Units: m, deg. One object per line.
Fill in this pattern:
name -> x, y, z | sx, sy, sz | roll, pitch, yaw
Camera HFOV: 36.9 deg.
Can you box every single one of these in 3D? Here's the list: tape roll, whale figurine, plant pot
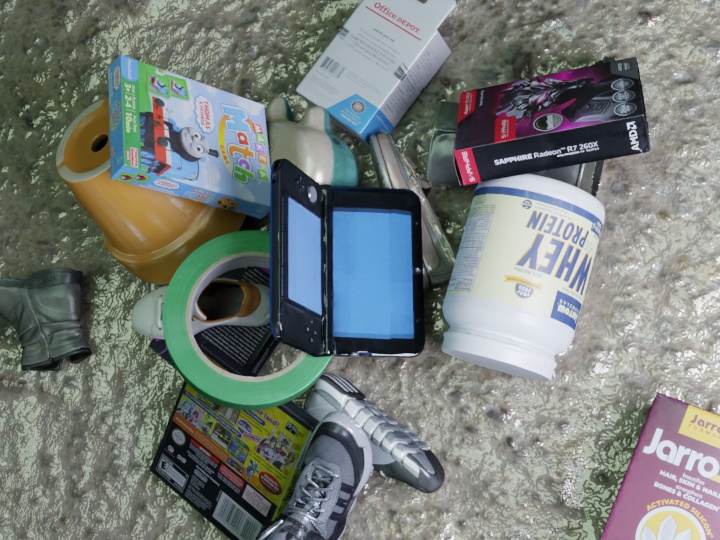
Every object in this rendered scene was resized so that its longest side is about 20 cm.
tape roll -> -0.123, 0.056, 1.225 | 0.200, 0.048, 0.201 | 2, 75, -7
whale figurine -> -0.071, -0.133, 1.347 | 0.159, 0.104, 0.200 | -60, 37, 25
plant pot -> -0.268, -0.113, 1.334 | 0.200, 0.183, 0.200 | -17, 53, 24

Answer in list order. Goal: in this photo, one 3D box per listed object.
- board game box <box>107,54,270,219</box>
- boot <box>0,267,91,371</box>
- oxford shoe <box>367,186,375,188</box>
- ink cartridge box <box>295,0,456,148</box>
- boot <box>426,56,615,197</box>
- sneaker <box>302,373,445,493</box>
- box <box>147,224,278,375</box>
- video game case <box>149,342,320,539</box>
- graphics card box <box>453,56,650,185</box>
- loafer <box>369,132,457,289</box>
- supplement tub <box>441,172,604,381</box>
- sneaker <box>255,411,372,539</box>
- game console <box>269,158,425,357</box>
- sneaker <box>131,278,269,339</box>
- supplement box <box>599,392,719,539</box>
board game box -> -0.196, -0.153, 1.261 | 0.037, 0.200, 0.151 | -33, 55, 40
boot -> -0.457, 0.075, 1.459 | 0.200, 0.068, 0.131 | -10, 78, 21
oxford shoe -> 0.000, 0.000, 1.291 | 0.071, 0.071, 0.200 | 19, 95, 21
ink cartridge box -> 0.029, -0.264, 1.345 | 0.116, 0.067, 0.200 | 38, 90, 26
boot -> 0.186, -0.173, 1.252 | 0.200, 0.073, 0.182 | 12, 81, 23
sneaker -> 0.000, 0.217, 1.236 | 0.200, 0.075, 0.116 | 39, 100, 32
box -> -0.160, 0.054, 1.357 | 0.143, 0.036, 0.200 | 34, 89, 27
video game case -> -0.151, 0.212, 1.281 | 0.200, 0.025, 0.181 | 31, 105, 32
graphics card box -> 0.201, -0.159, 1.148 | 0.200, 0.051, 0.126 | -8, 37, 17
loafer -> 0.065, -0.076, 1.289 | 0.063, 0.072, 0.200 | -17, 76, -2
supplement tub -> 0.173, 0.007, 1.173 | 0.145, 0.145, 0.200 | 13, 81, 25
sneaker -> -0.051, 0.253, 1.170 | 0.075, 0.114, 0.200 | 26, 124, 17
game console -> -0.013, -0.012, 1.176 | 0.118, 0.171, 0.200 | -7, 74, 20
sneaker -> -0.206, 0.039, 1.315 | 0.200, 0.085, 0.073 | -9, 74, 22
supplement box -> 0.326, 0.241, 1.070 | 0.131, 0.103, 0.200 | 19, 83, 27
